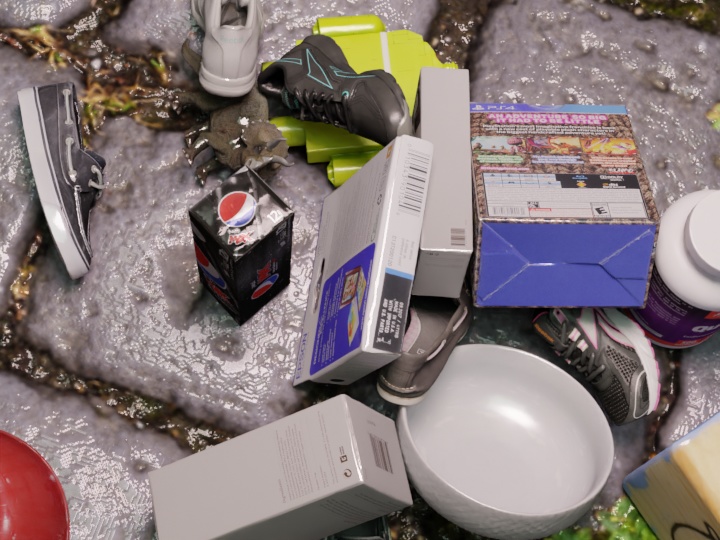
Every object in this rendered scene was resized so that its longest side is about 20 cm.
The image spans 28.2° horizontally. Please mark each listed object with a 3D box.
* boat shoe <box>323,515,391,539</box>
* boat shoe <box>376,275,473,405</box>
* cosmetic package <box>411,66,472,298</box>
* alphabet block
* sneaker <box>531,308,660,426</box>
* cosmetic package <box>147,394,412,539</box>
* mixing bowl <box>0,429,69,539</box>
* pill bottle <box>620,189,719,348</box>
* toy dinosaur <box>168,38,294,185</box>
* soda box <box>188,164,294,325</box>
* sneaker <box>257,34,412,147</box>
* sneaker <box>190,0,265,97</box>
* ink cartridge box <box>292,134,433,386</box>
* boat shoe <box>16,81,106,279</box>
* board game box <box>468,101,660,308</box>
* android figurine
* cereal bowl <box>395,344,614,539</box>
[{"bbox_3d":[0.000,0.255,1.287,0.073,0.068,0.201,3,73,-3],"label":"boat shoe"},{"bbox_3d":[0.065,0.042,1.315,0.067,0.057,0.200,17,39,8],"label":"boat shoe"},{"bbox_3d":[0.072,-0.082,1.320,0.050,0.083,0.201,2,59,-2],"label":"cosmetic package"},{"bbox_3d":[0.381,0.204,1.270,0.196,0.195,0.200,-32,77,-11],"label":"alphabet block"},{"bbox_3d":[0.204,0.060,1.351,0.086,0.080,0.201,-9,61,-28],"label":"sneaker"},{"bbox_3d":[-0.070,0.189,1.237,0.199,0.108,0.085,-22,64,17],"label":"cosmetic package"},{"bbox_3d":[-0.359,0.224,1.249,0.199,0.108,0.201,1,74,-5],"label":"mixing bowl"},{"bbox_3d":[0.312,-0.003,1.322,0.112,0.200,0.113,1,73,-4],"label":"pill bottle"},{"bbox_3d":[-0.126,-0.146,1.396,0.102,0.077,0.201,-20,53,3],"label":"toy dinosaur"},{"bbox_3d":[-0.106,-0.019,1.293,0.071,0.200,0.063,-40,78,-15],"label":"soda box"},{"bbox_3d":[-0.023,-0.155,1.333,0.079,0.076,0.200,-24,36,-23],"label":"sneaker"},{"bbox_3d":[-0.124,-0.259,1.393,0.075,0.089,0.201,1,42,-11],"label":"sneaker"},{"bbox_3d":[0.000,0.000,1.306,0.043,0.200,0.199,15,72,-18],"label":"ink cartridge box"},{"bbox_3d":[-0.276,-0.090,1.374,0.067,0.072,0.201,-15,68,-7],"label":"boat shoe"},{"bbox_3d":[0.177,-0.064,1.330,0.158,0.097,0.200,1,37,-1],"label":"board game box"},{"bbox_3d":[0.003,-0.174,1.433,0.199,0.041,0.183,-7,73,-4],"label":"android figurine"},{"bbox_3d":[0.124,0.165,1.299,0.199,0.084,0.201,8,43,-7],"label":"cereal bowl"}]
